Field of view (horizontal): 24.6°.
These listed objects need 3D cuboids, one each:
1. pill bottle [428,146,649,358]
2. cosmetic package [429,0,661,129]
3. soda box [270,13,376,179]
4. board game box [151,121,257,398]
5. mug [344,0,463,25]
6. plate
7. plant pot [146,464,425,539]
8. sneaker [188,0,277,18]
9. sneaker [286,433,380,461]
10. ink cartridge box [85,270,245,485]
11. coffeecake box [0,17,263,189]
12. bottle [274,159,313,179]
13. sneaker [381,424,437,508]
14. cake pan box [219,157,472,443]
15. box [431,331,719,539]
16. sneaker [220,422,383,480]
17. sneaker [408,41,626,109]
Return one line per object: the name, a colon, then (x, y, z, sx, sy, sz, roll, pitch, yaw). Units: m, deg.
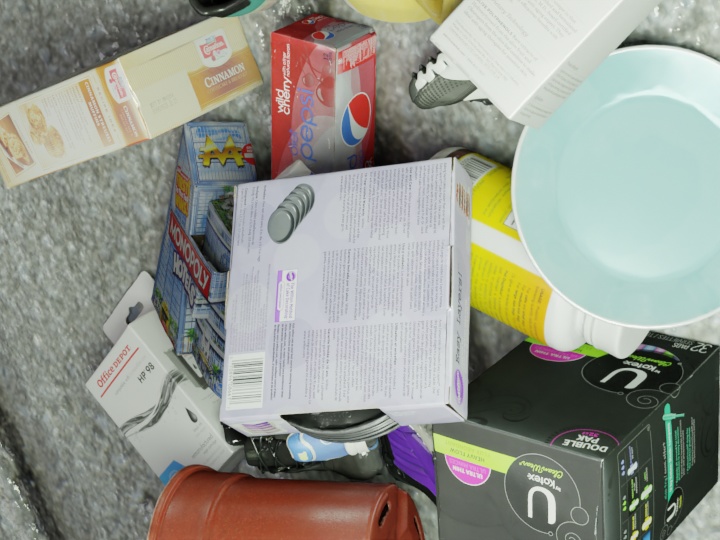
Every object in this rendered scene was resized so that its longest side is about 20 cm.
pill bottle: (0.131, -0.010, 1.266, 0.199, 0.109, 0.110, 28, 126, 26)
cosmetic package: (0.152, -0.195, 1.108, 0.085, 0.107, 0.200, 45, 101, 12)
soda box: (-0.031, -0.106, 1.379, 0.069, 0.063, 0.202, 19, 121, 30)
board game box: (-0.125, -0.017, 1.442, 0.200, 0.061, 0.202, -127, 40, -57)
mug: (0.026, -0.257, 1.192, 0.148, 0.187, 0.154, 10, 129, 10)
plate: (0.206, -0.059, 1.179, 0.197, 0.026, 0.203, 0, 90, 4)
plant pot: (-0.054, 0.263, 1.418, 0.193, 0.201, 0.203, -6, 108, 22)
sneaker: (-0.073, -0.274, 1.318, 0.071, 0.080, 0.200, 45, 131, 11)
sneaker: (-0.045, 0.083, 1.417, 0.201, 0.076, 0.076, -113, 5, -50)
ink cartridge box: (-0.191, 0.115, 1.610, 0.200, 0.067, 0.116, 49, 133, 8)
coffeecake box: (-0.209, -0.149, 1.438, 0.199, 0.153, 0.074, -13, 103, 42)
bottle: (0.000, 0.000, 1.334, 0.065, 0.084, 0.200, -41, 100, 8)
sneaker: (0.041, 0.133, 1.435, 0.201, 0.069, 0.099, 54, 139, 6)
cake pan box: (-0.009, 0.023, 1.217, 0.182, 0.052, 0.202, -8, 67, 23)
box: (0.166, 0.135, 1.246, 0.147, 0.199, 0.126, 12, 118, 34)
sneaker: (-0.053, 0.154, 1.473, 0.199, 0.090, 0.077, 11, 120, 56)
sneaker: (0.119, -0.147, 1.238, 0.199, 0.066, 0.091, -24, 93, 40)
